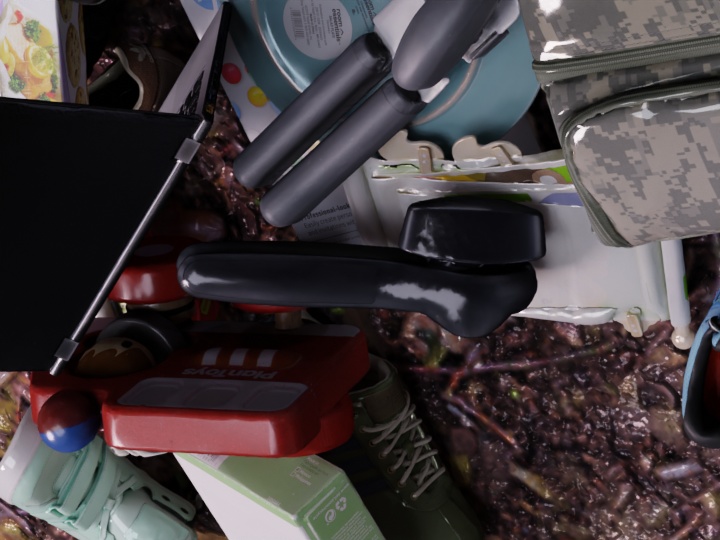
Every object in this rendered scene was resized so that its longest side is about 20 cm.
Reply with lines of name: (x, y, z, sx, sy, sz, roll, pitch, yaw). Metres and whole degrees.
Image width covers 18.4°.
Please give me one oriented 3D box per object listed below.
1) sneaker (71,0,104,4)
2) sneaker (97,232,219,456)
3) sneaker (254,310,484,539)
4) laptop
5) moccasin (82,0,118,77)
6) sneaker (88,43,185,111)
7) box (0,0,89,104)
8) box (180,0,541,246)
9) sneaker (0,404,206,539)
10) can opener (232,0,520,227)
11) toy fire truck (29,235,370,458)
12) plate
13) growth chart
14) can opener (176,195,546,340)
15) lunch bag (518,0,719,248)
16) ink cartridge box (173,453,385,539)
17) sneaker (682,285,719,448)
sneaker: (-0.120, -0.185, 1.137, 0.199, 0.070, 0.100, 4, 106, -3)
sneaker: (-0.131, 0.014, 1.378, 0.084, 0.077, 0.201, -8, 104, -13)
sneaker: (0.004, 0.099, 1.346, 0.200, 0.067, 0.090, 40, 135, 6)
laptop: (-0.166, -0.047, 1.167, 0.115, 0.201, 0.188, 26, 122, -15)
moccasin: (-0.183, -0.182, 1.278, 0.077, 0.074, 0.202, 21, 126, 20)
sneaker: (-0.184, -0.063, 1.297, 0.200, 0.075, 0.071, -42, 58, 8)
box: (-0.174, -0.154, 1.196, 0.038, 0.041, 0.201, 2, 107, 12)
box: (-0.001, -0.110, 1.240, 0.155, 0.041, 0.201, -14, 110, 34)
sneaker: (-0.158, 0.141, 1.415, 0.118, 0.074, 0.200, 26, 171, 12)
can opener: (0.001, -0.094, 1.143, 0.200, 0.067, 0.053, -42, 79, 30)
toy fire truck: (-0.098, 0.058, 1.247, 0.199, 0.168, 0.113, 2, 107, 21)
plate: (0.006, -0.141, 1.177, 0.199, 0.026, 0.201, 13, 124, 20)
growth chart: (0.085, -0.020, 1.214, 0.199, 0.018, 0.145, 8, 137, 15)
can opener: (0.000, 0.000, 1.195, 0.198, 0.063, 0.079, -1, 93, 0)
lunch bag: (0.189, -0.099, 1.064, 0.199, 0.139, 0.169, -7, 107, 31)
ink cartridge box: (-0.025, 0.183, 1.355, 0.145, 0.048, 0.201, 22, 148, 51)
sneaker: (0.223, 0.017, 1.157, 0.078, 0.090, 0.201, 27, 124, 13)
